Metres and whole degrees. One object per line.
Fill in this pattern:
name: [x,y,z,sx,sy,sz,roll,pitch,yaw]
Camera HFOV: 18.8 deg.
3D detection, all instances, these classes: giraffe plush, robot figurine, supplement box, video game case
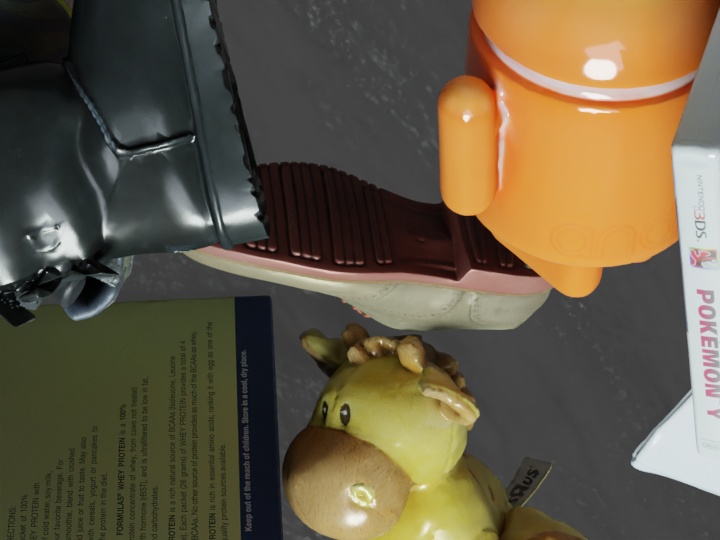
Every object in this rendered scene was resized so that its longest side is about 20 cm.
giraffe plush: [0.027,0.113,1.103,0.172,0.200,0.162,-8,128,28]
robot figurine: [0.103,-0.084,0.954,0.144,0.117,0.200,1,135,-1]
supplement box: [-0.138,0.130,1.081,0.199,0.200,0.134,-3,134,-3]
video game case: [0.172,-0.051,0.936,0.023,0.200,0.182,8,138,20]

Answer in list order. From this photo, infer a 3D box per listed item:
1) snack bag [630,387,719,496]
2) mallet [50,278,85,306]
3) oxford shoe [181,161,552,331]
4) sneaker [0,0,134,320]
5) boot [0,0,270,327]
snack bag: [0.269,0.077,1.185,0.188,0.021,0.200,21,129,-24]
mallet: [-0.201,-0.056,0.951,0.200,0.041,0.066,30,130,11]
oxford shoe: [0.000,0.000,1.058,0.200,0.071,0.075,9,138,-12]
sneaker: [-0.145,-0.060,0.979,0.074,0.081,0.200,-18,133,12]
boot: [-0.134,-0.078,0.903,0.162,0.073,0.199,-13,93,1]
